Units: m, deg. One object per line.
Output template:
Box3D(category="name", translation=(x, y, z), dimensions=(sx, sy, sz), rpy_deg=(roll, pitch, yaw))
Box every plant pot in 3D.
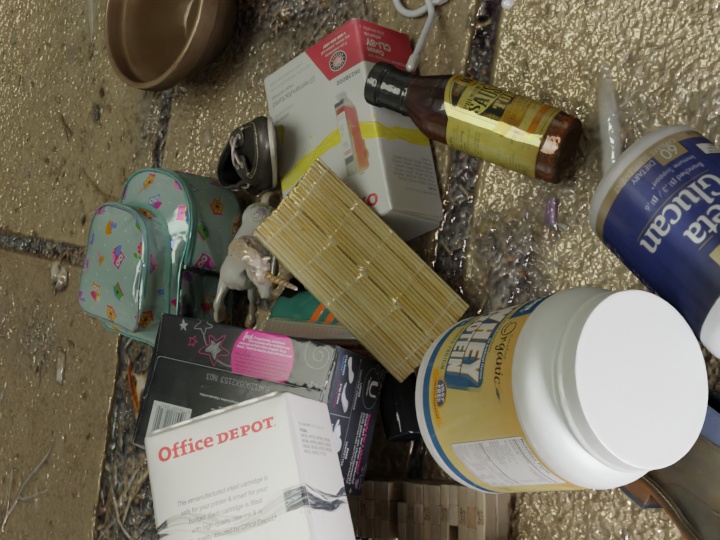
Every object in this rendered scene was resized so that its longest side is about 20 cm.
Box3D(category="plant pot", translation=(-0.213, -0.308, 1.293), dimensions=(0.199, 0.092, 0.204), rpy_deg=(-7, 80, 42))

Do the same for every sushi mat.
Box3D(category="sushi mat", translation=(0.000, 0.000, 0.997), dimensions=(0.200, 0.012, 0.096), rpy_deg=(45, 94, 4))

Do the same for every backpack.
Box3D(category="backpack", translation=(-0.223, -0.017, 1.234), dimensions=(0.175, 0.152, 0.203), rpy_deg=(14, 89, 48))

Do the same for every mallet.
Box3D(category="mallet", translation=(0.094, 0.094, 0.999), dimensions=(0.199, 0.041, 0.067), rpy_deg=(-33, 61, 31))

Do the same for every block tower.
Box3D(category="block tower", translation=(0.051, 0.222, 1.009), dimensions=(0.198, 0.054, 0.059), rpy_deg=(-5, 81, 44))

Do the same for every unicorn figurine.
Box3D(category="unicorn figurine", translation=(-0.109, -0.008, 1.105), dimensions=(0.201, 0.073, 0.138), rpy_deg=(-94, 13, -45))

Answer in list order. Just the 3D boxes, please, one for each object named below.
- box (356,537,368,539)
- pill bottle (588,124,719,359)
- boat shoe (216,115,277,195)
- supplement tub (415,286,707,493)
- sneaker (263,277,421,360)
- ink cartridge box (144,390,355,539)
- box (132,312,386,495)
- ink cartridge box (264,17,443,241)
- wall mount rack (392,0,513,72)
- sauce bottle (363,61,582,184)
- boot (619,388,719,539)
Box3D(category="box", translation=(-0.035, 0.354, 0.987), dimensions=(0.105, 0.181, 0.201), rpy_deg=(-54, 52, 25))
Box3D(category="pill bottle", translation=(0.268, -0.006, 0.789), dimensions=(0.112, 0.110, 0.200), rpy_deg=(-55, 53, 24))
Box3D(category="boat shoe", translation=(-0.120, -0.113, 1.135), dimensions=(0.200, 0.056, 0.068), rpy_deg=(146, 118, -80))
Box3D(category="supplement tub", translation=(0.147, 0.093, 0.826), dimensions=(0.199, 0.143, 0.147), rpy_deg=(-23, 69, 59))
Box3D(category="sneaker", translation=(-0.007, 0.042, 1.072), dimensions=(0.198, 0.071, 0.081), rpy_deg=(4, 66, 32))
Box3D(category="ink cartridge box", translation=(-0.084, 0.216, 0.883), dimensions=(0.143, 0.084, 0.202), rpy_deg=(-19, 70, 19))
Box3D(category="box", translation=(-0.093, 0.127, 1.022), dimensions=(0.198, 0.114, 0.134), rpy_deg=(8, 82, 28))
Box3D(category="ink cartridge box", translation=(-0.009, -0.123, 1.084), dimensions=(0.144, 0.083, 0.203), rpy_deg=(-24, 70, 40))
Box3D(category="wall mount rack", translation=(0.089, -0.284, 1.016), dimensions=(0.199, 0.074, 0.176), rpy_deg=(-28, 68, 39))
Box3D(category="sauce bottle", translation=(0.095, -0.137, 0.963), dimensions=(0.198, 0.066, 0.067), rpy_deg=(23, 101, 21))
Box3D(category="boot", translation=(0.273, 0.157, 0.791), dimensions=(0.199, 0.074, 0.098), rpy_deg=(34, 111, 42))
